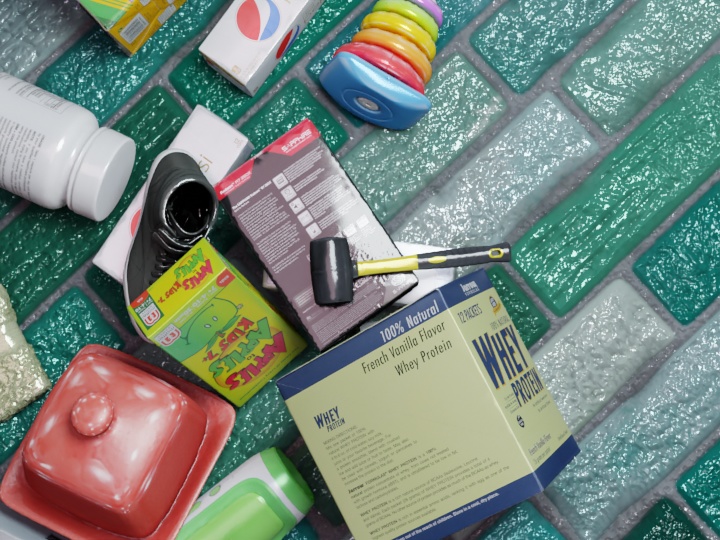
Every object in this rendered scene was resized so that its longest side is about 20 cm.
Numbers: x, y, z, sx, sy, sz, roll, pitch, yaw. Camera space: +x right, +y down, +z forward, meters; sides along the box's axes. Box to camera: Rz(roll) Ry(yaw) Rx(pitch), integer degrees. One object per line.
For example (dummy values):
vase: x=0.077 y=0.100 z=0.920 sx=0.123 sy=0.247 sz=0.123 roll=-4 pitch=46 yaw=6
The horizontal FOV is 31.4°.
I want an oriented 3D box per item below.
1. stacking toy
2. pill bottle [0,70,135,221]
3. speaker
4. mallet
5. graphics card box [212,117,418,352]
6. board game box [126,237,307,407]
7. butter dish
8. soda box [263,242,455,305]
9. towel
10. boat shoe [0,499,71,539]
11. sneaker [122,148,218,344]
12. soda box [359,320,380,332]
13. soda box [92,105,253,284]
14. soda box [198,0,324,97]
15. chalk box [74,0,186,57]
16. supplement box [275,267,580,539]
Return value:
stacking toy: x=0.047 y=-0.262 z=1.366 sx=0.115 sy=0.110 sz=0.202 roll=27 pitch=76 yaw=-11
pill bottle: x=-0.348 y=-0.135 z=1.362 sx=0.198 sy=0.113 sz=0.114 roll=24 pitch=87 yaw=5
speaker: x=-0.146 y=0.274 z=1.336 sx=0.199 sy=0.088 sz=0.089 roll=-38 pitch=85 yaw=-1
mallet: x=0.046 y=-0.017 z=1.243 sx=0.197 sy=0.041 sz=0.067 roll=-14 pitch=87 yaw=-5
graphics card box: x=-0.045 y=-0.034 z=1.286 sx=0.125 sy=0.051 sz=0.201 roll=-35 pitch=83 yaw=-2
board game box: x=-0.139 y=0.057 z=1.294 sx=0.101 sy=0.200 sz=0.048 roll=-42 pitch=57 yaw=-1
butter dish: x=-0.256 y=0.167 z=1.294 sx=0.198 sy=0.148 sz=0.201 roll=22 pitch=66 yaw=13
soda box: x=0.000 y=0.000 z=1.349 sx=0.197 sy=0.068 sz=0.065 roll=7 pitch=86 yaw=3
towel: x=-0.447 y=0.118 z=1.387 sx=0.198 sy=0.036 sz=0.150 roll=-29 pitch=86 yaw=0
boat shoe: x=-0.337 y=0.305 z=1.351 sx=0.198 sy=0.074 sz=0.069 roll=25 pitch=107 yaw=10
sneaker: x=-0.190 y=-0.015 z=1.273 sx=0.070 sy=0.099 sz=0.203 roll=7 pitch=101 yaw=-21
soda box: x=0.042 y=0.152 z=1.345 sx=0.067 sy=0.063 sz=0.203 roll=-6 pitch=86 yaw=3
soda box: x=-0.198 y=-0.071 z=1.363 sx=0.068 sy=0.064 sz=0.201 roll=34 pitch=89 yaw=2
soda box: x=-0.087 y=-0.291 z=1.385 sx=0.068 sy=0.064 sz=0.201 roll=36 pitch=89 yaw=5
chalk box: x=-0.283 y=-0.353 z=1.369 sx=0.124 sy=0.125 sz=0.200 roll=-44 pitch=86 yaw=-1
supplement box: x=0.065 y=0.138 z=1.213 sx=0.199 sy=0.134 sz=0.201 roll=-31 pitch=85 yaw=25
